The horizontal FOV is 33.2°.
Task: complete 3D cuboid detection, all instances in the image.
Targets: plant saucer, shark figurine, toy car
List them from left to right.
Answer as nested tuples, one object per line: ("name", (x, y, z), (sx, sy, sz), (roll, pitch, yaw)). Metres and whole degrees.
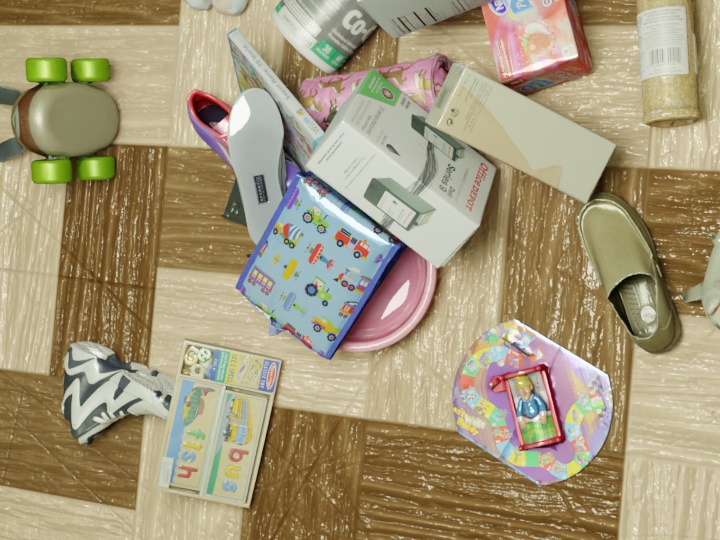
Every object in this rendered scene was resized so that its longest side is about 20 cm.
("toy car", (-0.452, -0.209, 1.682), (0.198, 0.157, 0.166), (4, 99, 34))
("plant saucer", (0.000, 0.000, 1.512), (0.198, 0.051, 0.203), (0, 90, 12))
("shark figurine", (0.436, -0.019, 1.346), (0.089, 0.128, 0.216), (24, 78, -3))

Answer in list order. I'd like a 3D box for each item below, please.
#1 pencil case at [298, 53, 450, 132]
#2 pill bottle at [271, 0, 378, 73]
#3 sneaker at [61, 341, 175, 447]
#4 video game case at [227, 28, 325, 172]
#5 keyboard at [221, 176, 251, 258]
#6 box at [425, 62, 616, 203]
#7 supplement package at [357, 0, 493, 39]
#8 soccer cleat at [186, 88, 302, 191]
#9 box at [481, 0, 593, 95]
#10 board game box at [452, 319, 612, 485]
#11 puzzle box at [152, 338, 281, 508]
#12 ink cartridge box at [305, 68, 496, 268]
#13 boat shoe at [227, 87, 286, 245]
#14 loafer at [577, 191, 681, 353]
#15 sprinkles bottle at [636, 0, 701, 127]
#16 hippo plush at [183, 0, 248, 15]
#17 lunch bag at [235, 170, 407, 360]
("pencil case", (0.018, -0.216, 1.507), (0.198, 0.087, 0.083), (-7, 52, 23))
("pill bottle", (-0.009, -0.356, 1.514), (0.200, 0.113, 0.113), (-46, 72, 15))
("sneaker", (-0.331, 0.192, 1.643), (0.198, 0.079, 0.131), (22, 102, 17))
("video game case", (-0.099, -0.197, 1.528), (0.018, 0.143, 0.200), (-35, 70, -13))
("keyboard", (-0.094, -0.053, 1.586), (0.198, 0.021, 0.128), (20, 89, 23))
("box", (0.183, -0.159, 1.389), (0.199, 0.095, 0.078), (26, 98, -8))
("supplement package", (0.084, -0.398, 1.349), (0.198, 0.147, 0.193), (-18, 79, 15))
("soccer cleat", (-0.155, -0.164, 1.579), (0.200, 0.073, 0.068), (41, 83, 21))
("box", (0.198, -0.322, 1.435), (0.102, 0.095, 0.202), (-15, 82, 21))
("board game box", (0.197, 0.160, 1.441), (0.199, 0.039, 0.159), (32, 99, 21))
("puzzle box", (-0.186, 0.200, 1.575), (0.132, 0.025, 0.202), (12, 92, -8))
("ink cartridge box", (0.053, -0.120, 1.413), (0.199, 0.146, 0.084), (37, 126, -9))
("boat shoe", (-0.130, -0.130, 1.516), (0.073, 0.065, 0.202), (-3, 105, -7))
("loafer", (0.309, -0.001, 1.388), (0.076, 0.067, 0.201), (-30, 77, 18))
("sprinkles bottle", (0.350, -0.269, 1.384), (0.068, 0.068, 0.202), (-4, 86, 22))
("hippo plush", (-0.197, -0.426, 1.569), (0.198, 0.161, 0.161), (4, 89, 23))
("lunch bag", (-0.055, 0.001, 1.460), (0.150, 0.094, 0.201), (35, 106, 6))
